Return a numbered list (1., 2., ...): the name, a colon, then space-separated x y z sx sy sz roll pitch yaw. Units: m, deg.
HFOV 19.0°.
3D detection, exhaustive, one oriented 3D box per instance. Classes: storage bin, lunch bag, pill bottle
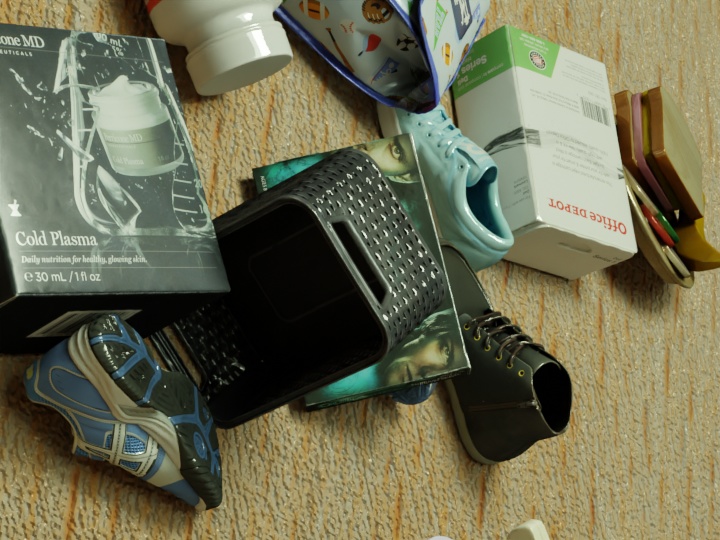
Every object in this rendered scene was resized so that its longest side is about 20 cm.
1. storage bin: -0.054 0.015 1.566 0.136 0.200 0.094 58 40 -7
2. lunch bag: 0.023 -0.252 1.854 0.200 0.124 0.170 46 42 -16
3. pill bottle: -0.125 -0.246 1.699 0.112 0.112 0.201 -12 79 -50

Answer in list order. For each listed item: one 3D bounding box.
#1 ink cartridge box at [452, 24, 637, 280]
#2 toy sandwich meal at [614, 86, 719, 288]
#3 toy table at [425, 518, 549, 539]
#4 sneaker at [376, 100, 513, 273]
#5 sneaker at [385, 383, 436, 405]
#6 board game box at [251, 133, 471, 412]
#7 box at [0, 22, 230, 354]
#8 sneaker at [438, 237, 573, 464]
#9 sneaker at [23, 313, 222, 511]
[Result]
1. ink cartridge box: 0.167 -0.105 1.973 0.146 0.084 0.201 16 59 -43
2. toy sandwich meal: 0.297 -0.080 2.079 0.205 0.070 0.206 54 20 -30
3. toy table: 0.123 0.294 1.679 0.201 0.117 0.184 61 35 -8
4. sneaker: 0.083 -0.097 1.876 0.074 0.082 0.201 -18 84 -52
5. sneaker: 0.032 0.011 1.770 0.085 0.077 0.201 -2 73 -56
6. board game box: 0.000 0.000 1.704 0.028 0.135 0.201 86 -10 -75
7. box: -0.218 -0.054 1.484 0.199 0.124 0.198 -1 69 -49
8. sneaker: 0.114 0.055 1.800 0.075 0.106 0.201 -18 84 -39
9. sneaker: -0.160 0.105 1.508 0.200 0.077 0.076 54 20 -41
